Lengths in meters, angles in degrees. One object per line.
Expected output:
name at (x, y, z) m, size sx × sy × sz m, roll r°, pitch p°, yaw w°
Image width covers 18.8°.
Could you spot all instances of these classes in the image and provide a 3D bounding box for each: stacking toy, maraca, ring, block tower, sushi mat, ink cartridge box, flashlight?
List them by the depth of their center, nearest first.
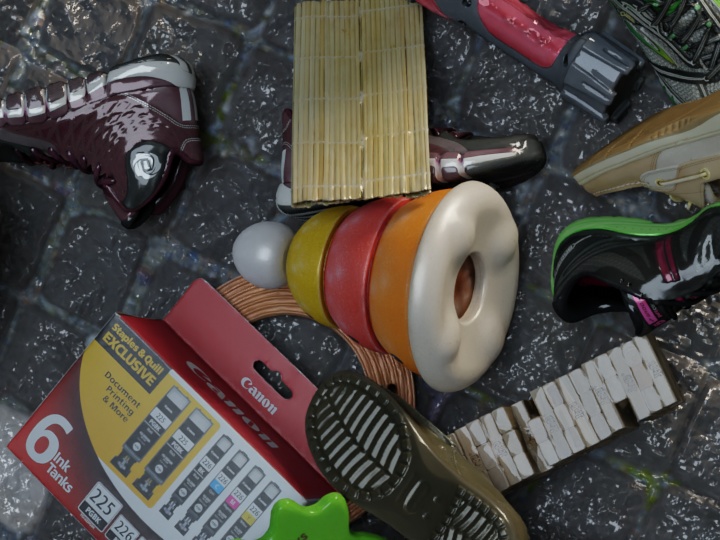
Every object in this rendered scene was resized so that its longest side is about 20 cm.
maraca at (-0.023, 0.232, 1.496) m, size 0.137 × 0.200 × 0.107 m, roll -40°, pitch 36°, yaw -4°
block tower at (0.126, 0.113, 1.514) m, size 0.200 × 0.054 × 0.058 m, roll -27°, pitch 78°, yaw 15°
sushi mat at (-0.001, -0.122, 1.524) m, size 0.096 × 0.012 × 0.200 m, roll -3°, pitch 50°, yaw 3°
stacking toy at (0.000, 0.000, 1.530) m, size 0.200 × 0.146 × 0.146 m, roll 9°, pitch 89°, yaw 29°
flashlight at (0.107, -0.181, 1.531) m, size 0.200 × 0.068 × 0.068 m, roll 35°, pitch 111°, yaw 19°
ink cartridge box at (-0.119, 0.128, 1.557) m, size 0.200 × 0.084 × 0.176 m, roll 42°, pitch 99°, yaw 17°
ring at (-0.054, 0.097, 1.592) m, size 0.200 × 0.019 × 0.201 m, roll -1°, pitch 85°, yaw 17°

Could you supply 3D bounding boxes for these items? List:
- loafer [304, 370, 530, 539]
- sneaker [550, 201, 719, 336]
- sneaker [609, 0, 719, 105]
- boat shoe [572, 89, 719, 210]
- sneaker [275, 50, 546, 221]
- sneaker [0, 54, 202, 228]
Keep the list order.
loafer at (0.039, 0.145, 1.480) m, size 0.076 × 0.067 × 0.200 m, roll -49°, pitch 58°, yaw 6°
sneaker at (0.214, 0.006, 1.456) m, size 0.200 × 0.077 × 0.084 m, roll -8°, pitch 51°, yaw 41°
sneaker at (0.213, -0.171, 1.488) m, size 0.078 × 0.085 × 0.200 m, roll -43°, pitch 78°, yaw 11°
boat shoe at (0.227, -0.075, 1.459) m, size 0.200 × 0.074 × 0.069 m, roll -20°, pitch 104°, yaw 50°
sneaker at (0.029, -0.107, 1.551) m, size 0.200 × 0.076 × 0.116 m, roll -9°, pitch 78°, yaw 16°
sneaker at (-0.208, -0.080, 1.618) m, size 0.200 × 0.076 × 0.116 m, roll -16°, pitch 85°, yaw 16°
